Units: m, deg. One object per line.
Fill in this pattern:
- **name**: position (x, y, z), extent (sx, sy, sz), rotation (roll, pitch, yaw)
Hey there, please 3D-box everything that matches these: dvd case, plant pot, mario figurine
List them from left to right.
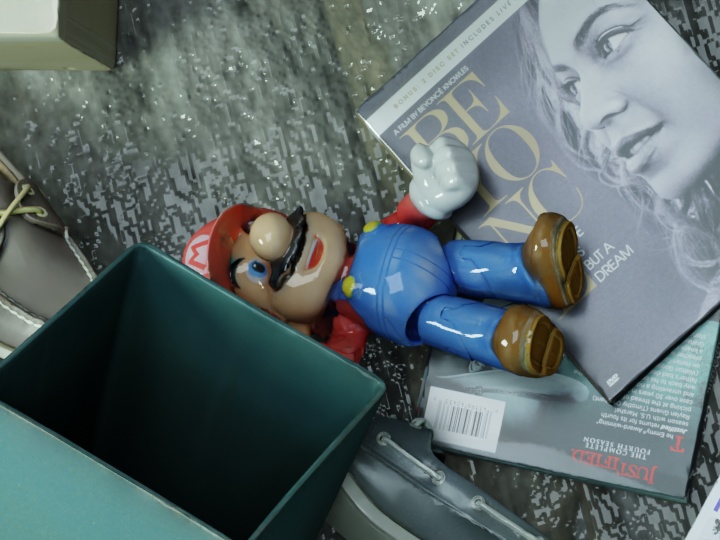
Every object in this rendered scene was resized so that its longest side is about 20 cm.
- **plant pot**: position (-0.102, 0.126, 1.194), extent (0.141, 0.141, 0.201), rotation (29, 128, 13)
- **mario figurine**: position (0.000, 0.000, 1.238), extent (0.199, 0.123, 0.107), rotation (4, 114, 24)
- **dvd case**: position (0.114, 0.004, 1.281), extent (0.145, 0.022, 0.202), rotation (10, 82, 13)
- **dvd case**: position (0.115, -0.057, 1.273), extent (0.149, 0.016, 0.200), rotation (-42, 75, 2)

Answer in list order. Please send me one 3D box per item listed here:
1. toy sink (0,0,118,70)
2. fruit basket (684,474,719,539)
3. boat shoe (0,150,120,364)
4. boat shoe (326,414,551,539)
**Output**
- **toy sink**: position (-0.197, -0.211, 1.333), extent (0.129, 0.112, 0.202), rotation (0, 86, 11)
- **fruit basket**: position (0.210, 0.208, 1.184), extent (0.184, 0.094, 0.201), rotation (29, 96, 14)
- **boat shoe**: position (-0.188, -0.022, 1.287), extent (0.072, 0.060, 0.200), rotation (-24, 46, -26)
- **boat shoe**: position (0.020, 0.107, 1.261), extent (0.062, 0.073, 0.200), rotation (-40, 65, -19)
